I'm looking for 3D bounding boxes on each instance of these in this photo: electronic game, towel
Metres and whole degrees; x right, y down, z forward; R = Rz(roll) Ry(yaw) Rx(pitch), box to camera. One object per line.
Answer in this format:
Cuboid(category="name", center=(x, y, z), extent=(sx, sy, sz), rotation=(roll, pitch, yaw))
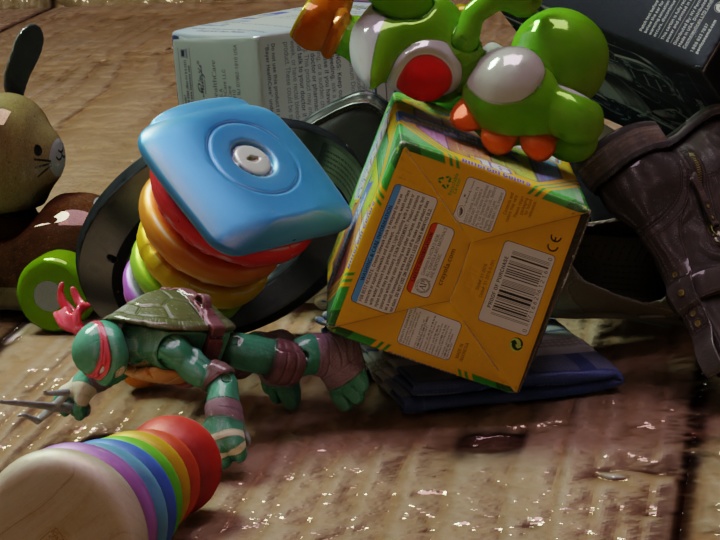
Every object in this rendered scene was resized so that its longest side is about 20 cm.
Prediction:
Cuboid(category="electronic game", center=(-0.088, -0.024, 1.666), extent=(0.199, 0.201, 0.042), rotation=(-8, 49, -19))
Cuboid(category="towel", center=(0.066, 0.051, 1.624), extent=(0.146, 0.024, 0.200), rotation=(-5, 14, -16))

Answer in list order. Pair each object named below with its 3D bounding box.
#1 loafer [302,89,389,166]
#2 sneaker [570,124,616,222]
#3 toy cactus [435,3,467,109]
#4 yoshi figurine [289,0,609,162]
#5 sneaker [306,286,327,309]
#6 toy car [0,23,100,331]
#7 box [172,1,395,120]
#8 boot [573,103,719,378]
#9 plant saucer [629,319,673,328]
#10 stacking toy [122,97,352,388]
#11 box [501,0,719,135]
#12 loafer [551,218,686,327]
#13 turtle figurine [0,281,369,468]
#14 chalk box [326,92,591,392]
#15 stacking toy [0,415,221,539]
Cuboid(category="loafer", center=(-0.052, -0.047, 1.805), extent=(0.200, 0.073, 0.072), rotation=(-45, 1, 12))
Cuboid(category="sneaker", center=(0.176, -0.043, 1.719), extent=(0.199, 0.085, 0.075), rotation=(27, 6, -25))
Cuboid(category="toy cactus", center=(0.095, -0.114, 1.807), extent=(0.200, 0.102, 0.165), rotation=(47, 8, 24))
Cuboid(category="yoshi figurine", center=(0.067, -0.140, 1.545), extent=(0.199, 0.112, 0.112), rotation=(30, 5, 7))
Cuboid(category="sneaker", center=(0.000, 0.000, 1.768), extent=(0.086, 0.075, 0.200), rotation=(-19, 1, -16))
Cuboid(category="toy car", center=(-0.238, -0.073, 1.848), extent=(0.157, 0.201, 0.164), rotation=(0, 13, 15))
Cuboid(category="box", center=(-0.034, -0.106, 1.985), extent=(0.199, 0.185, 0.105), rotation=(-15, 15, -43))
Cuboid(category="boot", center=(0.224, -0.010, 1.583), extent=(0.200, 0.175, 0.069), rotation=(-13, -24, -51))
Cuboid(category="plant saucer", center=(0.179, -0.029, 1.769), extent=(0.070, 0.019, 0.200), rotation=(11, 34, -4))
Cuboid(category="stacking toy", center=(-0.103, 0.000, 1.574), extent=(0.116, 0.200, 0.110), rotation=(-15, 56, -42))
Cuboid(category="box", center=(0.207, -0.163, 1.724), extent=(0.182, 0.104, 0.200), rotation=(27, -9, 32))
Cuboid(category="loafer", center=(0.201, -0.001, 1.656), extent=(0.199, 0.076, 0.068), rotation=(-6, -7, -15))
Cuboid(category="turtle figurine", center=(-0.102, 0.059, 1.475), extent=(0.199, 0.101, 0.149), rotation=(-2, 18, -38))
Cuboid(category="chalk box", center=(0.054, -0.025, 1.567), extent=(0.123, 0.125, 0.200), rotation=(19, 13, -6))
Cuboid(category="stacking toy", center=(-0.116, 0.112, 1.289), extent=(0.085, 0.086, 0.200), rotation=(0, 9, 15))
